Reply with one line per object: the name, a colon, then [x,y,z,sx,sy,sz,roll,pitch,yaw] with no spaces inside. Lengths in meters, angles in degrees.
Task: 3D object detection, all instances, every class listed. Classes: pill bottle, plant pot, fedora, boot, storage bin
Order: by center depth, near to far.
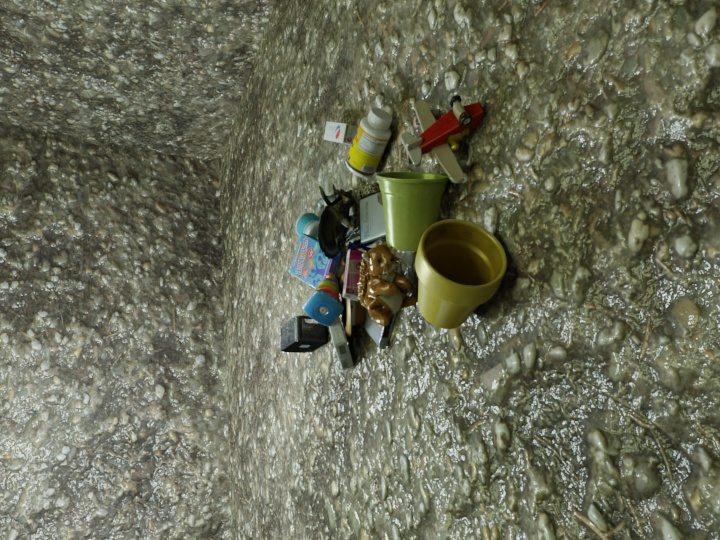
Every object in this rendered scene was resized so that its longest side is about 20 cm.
plant pot: [0.210,0.024,1.254,0.192,0.193,0.205,102,157,-47]
plant pot: [0.133,-0.155,1.455,0.199,0.194,0.192,-150,58,-61]
pill bottle: [0.031,-0.410,1.769,0.203,0.106,0.111,-64,33,34]
fedora: [-0.019,0.106,1.778,0.200,0.079,0.209,176,90,-79]
boot: [0.015,-0.172,1.790,0.202,0.071,0.159,-32,59,49]
storage bin: [-0.218,0.247,2.114,0.199,0.131,0.097,-35,54,56]
pill bottle: [-0.190,-0.159,2.165,0.200,0.107,0.115,42,122,58]

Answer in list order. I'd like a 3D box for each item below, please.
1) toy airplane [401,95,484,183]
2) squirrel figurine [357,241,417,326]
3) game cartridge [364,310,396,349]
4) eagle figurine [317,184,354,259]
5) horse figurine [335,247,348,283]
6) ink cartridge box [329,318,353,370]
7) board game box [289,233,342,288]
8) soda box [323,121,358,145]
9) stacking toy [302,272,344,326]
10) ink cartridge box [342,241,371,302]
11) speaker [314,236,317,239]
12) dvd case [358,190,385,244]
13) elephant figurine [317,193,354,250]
toy airplane: [0.200,-0.324,1.379,0.194,0.140,0.207,15,84,31]
squirrel figurine: [0.047,0.020,1.528,0.198,0.139,0.193,19,130,54]
game cartridge: [0.065,0.116,1.681,0.133,0.040,0.207,-133,54,-61]
eagle figurine: [-0.088,-0.159,1.780,0.151,0.149,0.204,43,113,33]
horse figurine: [-0.059,0.017,1.927,0.134,0.048,0.205,-104,26,-53]
ink cartridge box: [-0.078,0.205,1.855,0.163,0.046,0.204,77,175,-51]
board game box: [-0.161,-0.028,1.967,0.197,0.044,0.157,25,101,42]
soda box: [-0.070,-0.507,2.042,0.199,0.062,0.071,33,114,60]
stacking toy: [-0.106,0.069,1.808,0.110,0.114,0.202,-49,16,31]
ink cartridge box: [0.000,0.000,1.718,0.037,0.092,0.206,125,155,-53]
speaker: [-0.129,-0.019,2.027,0.088,0.086,0.208,-32,62,57]
dvd case: [0.072,-0.175,1.663,0.196,0.017,0.148,-17,69,39]
elephant figurine: [-0.073,-0.162,1.940,0.137,0.154,0.208,-4,92,29]
